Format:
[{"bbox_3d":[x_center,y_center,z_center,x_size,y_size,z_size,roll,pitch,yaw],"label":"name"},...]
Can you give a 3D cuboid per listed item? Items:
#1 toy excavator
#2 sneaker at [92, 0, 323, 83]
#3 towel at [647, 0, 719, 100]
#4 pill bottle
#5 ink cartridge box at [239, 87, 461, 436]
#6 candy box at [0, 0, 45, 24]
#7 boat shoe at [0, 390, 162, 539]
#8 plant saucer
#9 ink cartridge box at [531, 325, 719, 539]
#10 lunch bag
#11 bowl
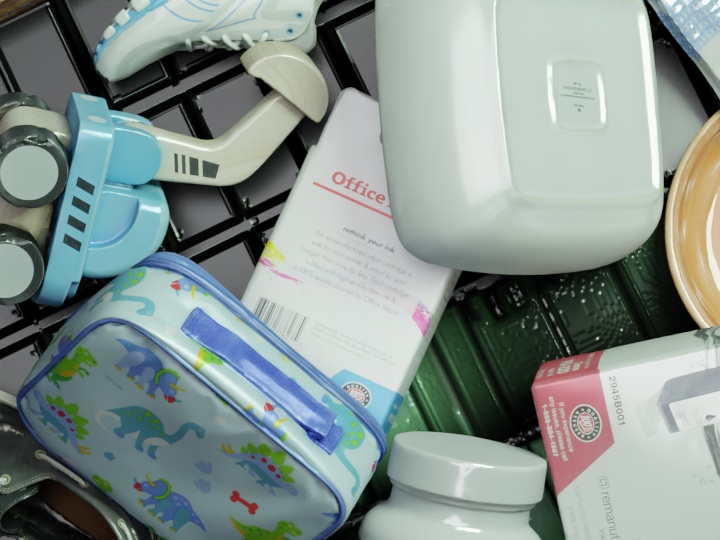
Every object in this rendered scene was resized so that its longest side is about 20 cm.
[{"bbox_3d":[-0.137,-0.064,1.689,0.200,0.100,0.195,11,106,-16],"label":"toy excavator"},{"bbox_3d":[-0.074,-0.164,1.711,0.200,0.075,0.087,-31,88,0],"label":"sneaker"},{"bbox_3d":[0.234,-0.208,1.652,0.147,0.024,0.200,-38,99,0],"label":"towel"},{"bbox_3d":[0.049,0.203,1.619,0.116,0.116,0.200,11,97,5],"label":"pill bottle"},{"bbox_3d":[0.000,0.000,1.687,0.115,0.068,0.200,25,87,7],"label":"ink cartridge box"},{"bbox_3d":[-0.247,-0.266,1.741,0.117,0.056,0.200,-28,84,0],"label":"candy box"},{"bbox_3d":[-0.219,0.128,1.680,0.200,0.068,0.072,27,120,7],"label":"boat shoe"},{"bbox_3d":[0.290,-0.024,1.686,0.200,0.037,0.200,0,84,4],"label":"plant saucer"},{"bbox_3d":[0.217,0.110,1.629,0.200,0.085,0.146,-13,94,9],"label":"ink cartridge box"},{"bbox_3d":[-0.093,0.090,1.619,0.200,0.161,0.082,39,49,-9],"label":"lunch bag"},{"bbox_3d":[0.110,-0.100,1.634,0.200,0.075,0.200,1,83,-39],"label":"bowl"}]
